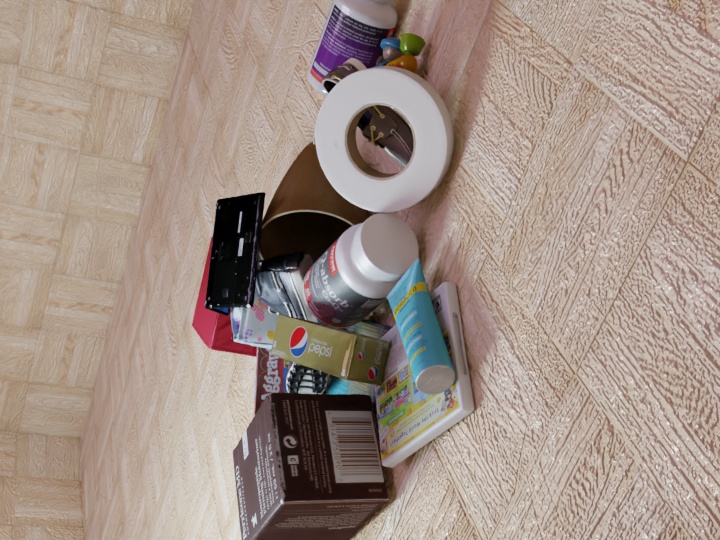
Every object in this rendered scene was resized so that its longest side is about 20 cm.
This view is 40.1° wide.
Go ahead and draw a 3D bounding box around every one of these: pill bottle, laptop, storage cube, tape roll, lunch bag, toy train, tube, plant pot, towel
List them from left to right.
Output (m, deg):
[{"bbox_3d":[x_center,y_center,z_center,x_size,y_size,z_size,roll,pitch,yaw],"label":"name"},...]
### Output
[{"bbox_3d":[-0.188,-0.021,1.589,0.199,0.103,0.180,-4,78,47],"label":"laptop"},{"bbox_3d":[-0.201,0.052,1.844,0.200,0.169,0.182,-152,75,-67],"label":"storage cube"},{"bbox_3d":[-0.128,0.035,1.677,0.127,0.168,0.202,138,138,-62],"label":"lunch bag"},{"bbox_3d":[-0.064,-0.111,1.605,0.187,0.185,0.202,129,155,-49],"label":"plant pot"},{"bbox_3d":[-0.008,-0.387,1.634,0.113,0.111,0.201,-110,37,-49],"label":"pill bottle"},{"bbox_3d":[-0.002,0.149,1.525,0.200,0.021,0.149,-173,91,-67],"label":"towel"},{"bbox_3d":[0.000,0.000,1.458,0.200,0.115,0.117,137,137,-55],"label":"pill bottle"},{"bbox_3d":[0.032,-0.183,1.380,0.037,0.201,0.205,-35,-32,-62],"label":"tape roll"},{"bbox_3d":[0.067,-0.304,1.480,0.200,0.084,0.117,0,68,67],"label":"toy train"},{"bbox_3d":[0.076,0.073,1.286,0.078,0.050,0.201,-47,33,24],"label":"tube"}]

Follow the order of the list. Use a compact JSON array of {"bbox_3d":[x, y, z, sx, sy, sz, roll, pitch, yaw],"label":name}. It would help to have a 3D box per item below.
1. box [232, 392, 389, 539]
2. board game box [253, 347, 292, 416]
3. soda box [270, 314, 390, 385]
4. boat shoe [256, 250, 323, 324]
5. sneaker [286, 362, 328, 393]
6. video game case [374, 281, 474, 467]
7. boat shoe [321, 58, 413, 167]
[{"bbox_3d":[-0.078,0.297,1.440,0.200,0.162,0.167,124,142,-49],"label":"box"},{"bbox_3d":[-0.131,0.157,1.720,0.019,0.102,0.202,122,150,-68],"label":"board game box"},{"bbox_3d":[-0.047,0.114,1.434,0.199,0.067,0.065,9,86,52],"label":"soda box"},{"bbox_3d":[-0.105,0.059,1.593,0.075,0.092,0.202,-60,-40,-53],"label":"boat shoe"},{"bbox_3d":[-0.087,0.179,1.620,0.091,0.066,0.201,-86,1,-46],"label":"sneaker"},{"bbox_3d":[0.078,0.142,1.320,0.200,0.023,0.184,-45,41,46],"label":"video game case"},{"bbox_3d":[0.022,-0.217,1.434,0.201,0.059,0.072,52,153,7],"label":"boat shoe"}]
